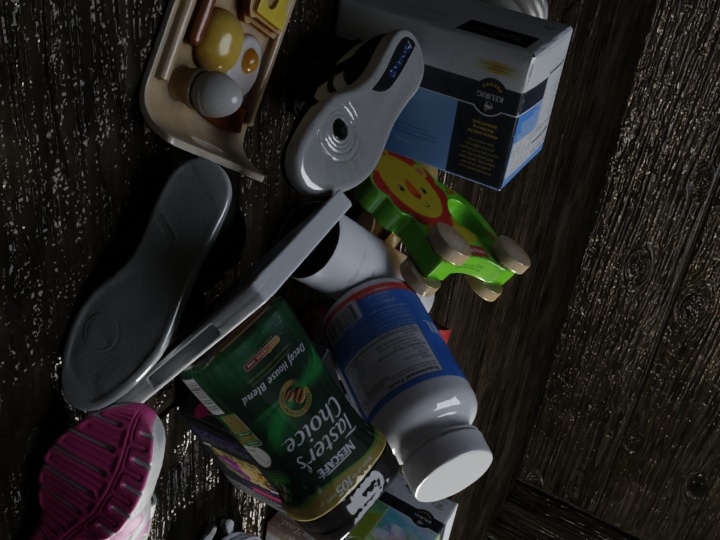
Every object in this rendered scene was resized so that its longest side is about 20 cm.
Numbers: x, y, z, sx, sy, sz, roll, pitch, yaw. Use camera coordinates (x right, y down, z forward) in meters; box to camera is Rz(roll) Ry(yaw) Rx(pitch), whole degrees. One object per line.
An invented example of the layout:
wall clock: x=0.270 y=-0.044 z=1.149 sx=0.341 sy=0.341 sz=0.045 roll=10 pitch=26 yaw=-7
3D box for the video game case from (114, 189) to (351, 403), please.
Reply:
video game case: x=-0.099 y=0.026 z=0.646 sx=0.199 sy=0.017 sz=0.143 roll=-37 pitch=-170 yaw=38

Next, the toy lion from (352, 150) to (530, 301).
toy lion: x=0.074 y=-0.063 z=0.920 sx=0.198 sy=0.193 sz=0.069 roll=7 pitch=135 yaw=-49

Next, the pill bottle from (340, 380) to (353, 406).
pill bottle: x=-0.020 y=0.194 z=1.049 sx=0.200 sy=0.110 sz=0.112 roll=-47 pitch=151 yaw=-44

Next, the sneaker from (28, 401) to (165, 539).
sneaker: x=-0.199 y=0.179 z=0.646 sx=0.202 sy=0.081 sz=0.088 roll=-59 pitch=168 yaw=20

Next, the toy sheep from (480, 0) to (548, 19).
toy sheep: x=0.146 y=-0.283 z=0.974 sx=0.201 sy=0.136 sz=0.139 roll=-56 pitch=156 yaw=-29

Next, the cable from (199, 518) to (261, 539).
cable: x=-0.162 y=0.401 z=0.958 sx=0.202 sy=0.068 sz=0.201 roll=-60 pitch=157 yaw=-21

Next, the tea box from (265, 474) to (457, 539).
tea box: x=-0.002 y=0.376 z=1.146 sx=0.196 sy=0.198 sz=0.136 roll=-40 pitch=146 yaw=-52

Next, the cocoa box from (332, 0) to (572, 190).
cocoa box: x=0.083 y=-0.186 z=0.818 sx=0.133 sy=0.198 sz=0.133 roll=-40 pitch=146 yaw=-51

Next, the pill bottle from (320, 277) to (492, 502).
pill bottle: x=0.046 y=0.115 z=0.816 sx=0.111 sy=0.201 sz=0.113 roll=-19 pitch=145 yaw=-14

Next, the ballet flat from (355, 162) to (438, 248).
ballet flat: x=0.034 y=-0.072 z=0.992 sx=0.202 sy=0.068 sz=0.063 roll=-62 pitch=153 yaw=-19

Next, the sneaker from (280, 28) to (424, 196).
sneaker: x=-0.031 y=-0.127 z=0.716 sx=0.201 sy=0.111 sz=0.074 roll=-54 pitch=127 yaw=-37

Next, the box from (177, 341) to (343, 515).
box: x=-0.086 y=0.157 z=0.861 sx=0.123 sy=0.105 sz=0.201 roll=-58 pitch=156 yaw=-27

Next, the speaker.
speaker: x=0.000 y=0.000 z=0.885 sx=0.199 sy=0.080 sz=0.082 roll=29 pitch=83 yaw=-52

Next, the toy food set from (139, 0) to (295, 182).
toy food set: x=-0.078 y=-0.177 z=0.628 sx=0.143 sy=0.060 sz=0.203 roll=13 pitch=99 yaw=-68

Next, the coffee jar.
coffee jar: x=-0.054 y=0.128 z=0.711 sx=0.104 sy=0.085 sz=0.201 roll=-44 pitch=105 yaw=-30

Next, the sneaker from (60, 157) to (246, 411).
sneaker: x=-0.146 y=0.017 z=0.636 sx=0.202 sy=0.070 sz=0.099 roll=-60 pitch=170 yaw=-2

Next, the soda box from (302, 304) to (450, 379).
soda box: x=0.018 y=0.087 z=1.012 sx=0.198 sy=0.063 sz=0.071 roll=7 pitch=106 yaw=-45
